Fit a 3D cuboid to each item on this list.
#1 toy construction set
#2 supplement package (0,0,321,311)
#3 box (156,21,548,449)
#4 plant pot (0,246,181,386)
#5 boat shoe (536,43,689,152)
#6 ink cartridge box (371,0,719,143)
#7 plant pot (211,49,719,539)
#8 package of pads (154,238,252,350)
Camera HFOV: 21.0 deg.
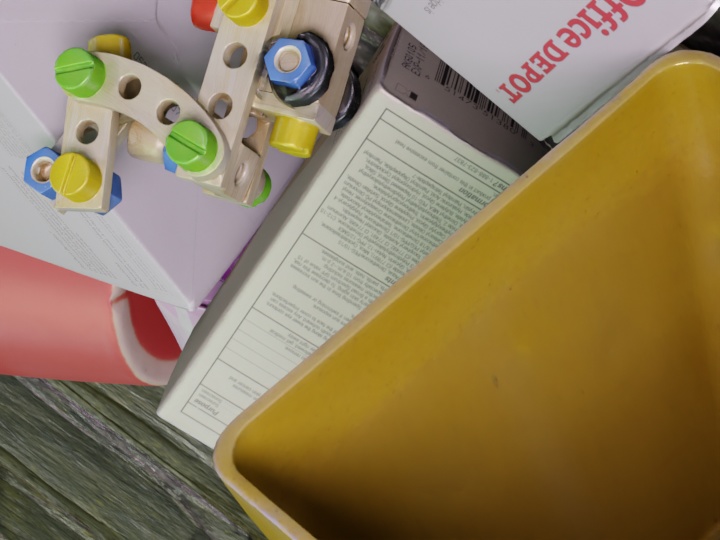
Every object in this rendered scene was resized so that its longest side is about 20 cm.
[{"bbox_3d":[-0.060,-0.111,0.774,0.130,0.201,0.092,14,-172,21],"label":"toy construction set"},{"bbox_3d":[-0.147,-0.113,0.918,0.199,0.147,0.192,16,151,44],"label":"supplement package"},{"bbox_3d":[0.000,0.000,0.853,0.095,0.078,0.200,32,121,-9],"label":"box"},{"bbox_3d":[-0.171,-0.023,1.115,0.176,0.201,0.201,13,150,26],"label":"plant pot"},{"bbox_3d":[0.110,-0.036,0.721,0.200,0.065,0.072,43,150,43],"label":"boat shoe"},{"bbox_3d":[0.031,-0.151,0.640,0.200,0.084,0.145,39,160,-5],"label":"ink cartridge box"},{"bbox_3d":[0.111,0.091,0.568,0.200,0.200,0.177,35,158,39],"label":"plant pot"},{"bbox_3d":[-0.042,0.019,1.068,0.075,0.121,0.200,27,157,26],"label":"package of pads"}]
